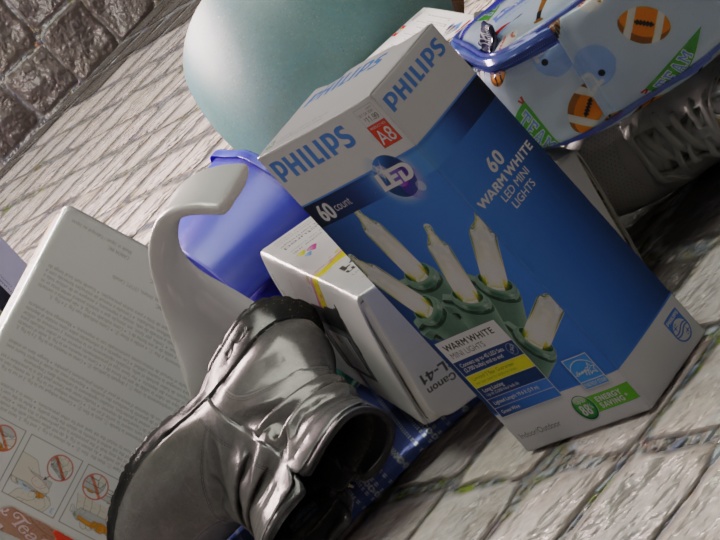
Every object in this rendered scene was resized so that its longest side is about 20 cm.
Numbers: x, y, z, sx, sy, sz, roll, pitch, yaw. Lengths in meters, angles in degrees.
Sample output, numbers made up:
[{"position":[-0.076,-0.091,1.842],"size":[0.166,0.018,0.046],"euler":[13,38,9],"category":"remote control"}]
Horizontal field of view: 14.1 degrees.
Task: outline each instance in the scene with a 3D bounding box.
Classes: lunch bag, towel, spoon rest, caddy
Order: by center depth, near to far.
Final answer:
[{"position":[0.140,-0.141,1.530],"size":[0.200,0.076,0.160],"euler":[-32,13,0],"category":"lunch bag"},{"position":[-0.007,0.110,1.593],"size":[0.200,0.024,0.145],"euler":[-45,15,0],"category":"towel"},{"position":[-0.074,0.029,1.606],"size":[0.061,0.200,0.099],"euler":[5,39,22],"category":"spoon rest"},{"position":[-0.046,-0.012,1.826],"size":[0.105,0.141,0.200],"euler":[-50,14,-8],"category":"caddy"}]

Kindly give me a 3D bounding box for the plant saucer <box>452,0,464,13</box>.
[{"position":[-0.006,-0.154,2.167],"size":[0.200,0.200,0.037],"euler":[-40,53,13],"category":"plant saucer"}]

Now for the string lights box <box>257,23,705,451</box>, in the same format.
[{"position":[0.057,-0.013,1.377],"size":[0.103,0.200,0.059],"euler":[-26,21,53],"category":"string lights box"}]

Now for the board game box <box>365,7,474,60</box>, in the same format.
[{"position":[0.026,-0.115,1.875],"size":[0.126,0.035,0.200],"euler":[-43,12,-2],"category":"board game box"}]

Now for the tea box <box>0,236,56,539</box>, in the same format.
[{"position":[-0.249,0.113,1.893],"size":[0.134,0.200,0.197],"euler":[-36,14,26],"category":"tea box"}]

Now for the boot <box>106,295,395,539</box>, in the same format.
[{"position":[-0.064,0.122,1.531],"size":[0.200,0.070,0.132],"euler":[-62,33,22],"category":"boot"}]

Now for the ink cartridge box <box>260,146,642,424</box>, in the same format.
[{"position":[0.046,-0.005,1.572],"size":[0.148,0.086,0.200],"euler":[-34,14,-10],"category":"ink cartridge box"}]

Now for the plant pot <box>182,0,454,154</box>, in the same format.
[{"position":[-0.010,-0.128,2.052],"size":[0.200,0.200,0.135],"euler":[-40,49,14],"category":"plant pot"}]

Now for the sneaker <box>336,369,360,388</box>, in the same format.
[{"position":[0.000,0.000,1.706],"size":[0.200,0.080,0.071],"euler":[-61,10,0],"category":"sneaker"}]

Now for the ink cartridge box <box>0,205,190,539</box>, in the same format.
[{"position":[-0.147,0.087,1.678],"size":[0.200,0.162,0.050],"euler":[-62,9,-8],"category":"ink cartridge box"}]

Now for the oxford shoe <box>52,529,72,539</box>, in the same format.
[{"position":[-0.175,0.197,1.750],"size":[0.200,0.071,0.073],"euler":[-40,-15,24],"category":"oxford shoe"}]

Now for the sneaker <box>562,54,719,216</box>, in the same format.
[{"position":[0.179,-0.082,1.522],"size":[0.200,0.074,0.116],"euler":[-37,11,20],"category":"sneaker"}]
